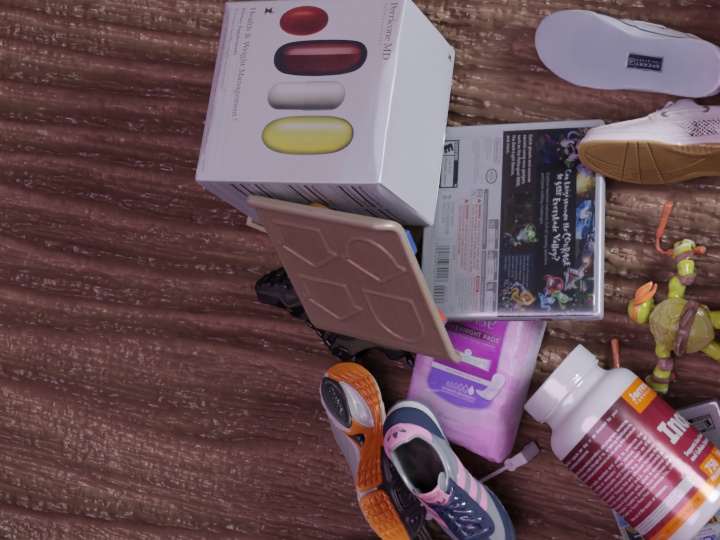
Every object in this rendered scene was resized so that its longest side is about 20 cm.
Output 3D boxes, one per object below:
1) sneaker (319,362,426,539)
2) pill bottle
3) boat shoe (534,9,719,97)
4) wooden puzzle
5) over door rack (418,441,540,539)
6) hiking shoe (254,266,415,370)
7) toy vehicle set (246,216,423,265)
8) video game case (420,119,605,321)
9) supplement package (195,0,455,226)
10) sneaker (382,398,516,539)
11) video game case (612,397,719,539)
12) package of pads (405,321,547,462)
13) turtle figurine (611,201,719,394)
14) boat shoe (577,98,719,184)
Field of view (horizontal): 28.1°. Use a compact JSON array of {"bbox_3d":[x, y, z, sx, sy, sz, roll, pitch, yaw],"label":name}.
[{"bbox_3d":[0.015,0.197,1.539,0.075,0.092,0.201,-18,79,-7],"label":"sneaker"},{"bbox_3d":[0.261,0.170,1.400,0.200,0.113,0.113,42,112,10],"label":"pill bottle"},{"bbox_3d":[0.264,-0.202,1.374,0.199,0.065,0.074,23,108,30],"label":"boat shoe"},{"bbox_3d":[0.000,0.000,1.385,0.185,0.046,0.200,13,145,39],"label":"wooden puzzle"},{"bbox_3d":[0.138,0.293,1.520,0.200,0.067,0.148,-35,87,24],"label":"over door rack"},{"bbox_3d":[-0.030,0.055,1.538,0.199,0.076,0.101,12,118,32],"label":"hiking shoe"},{"bbox_3d":[-0.018,-0.076,1.536,0.199,0.026,0.125,21,108,18],"label":"toy vehicle set"},{"bbox_3d":[0.151,-0.049,1.422,0.181,0.023,0.201,-1,75,17],"label":"video game case"},{"bbox_3d":[-0.031,-0.155,1.426,0.199,0.147,0.192,2,77,24],"label":"supplement package"},{"bbox_3d":[0.085,0.228,1.445,0.070,0.082,0.200,-35,99,18],"label":"sneaker"},{"bbox_3d":[0.329,0.243,1.457,0.143,0.018,0.201,-20,92,24],"label":"video game case"},{"bbox_3d":[0.121,0.086,1.481,0.120,0.076,0.201,18,106,20],"label":"package of pads"},{"bbox_3d":[0.327,0.045,1.394,0.160,0.064,0.201,16,106,19],"label":"turtle figurine"},{"bbox_3d":[0.308,-0.129,1.370,0.199,0.071,0.070,0,61,12],"label":"boat shoe"}]
